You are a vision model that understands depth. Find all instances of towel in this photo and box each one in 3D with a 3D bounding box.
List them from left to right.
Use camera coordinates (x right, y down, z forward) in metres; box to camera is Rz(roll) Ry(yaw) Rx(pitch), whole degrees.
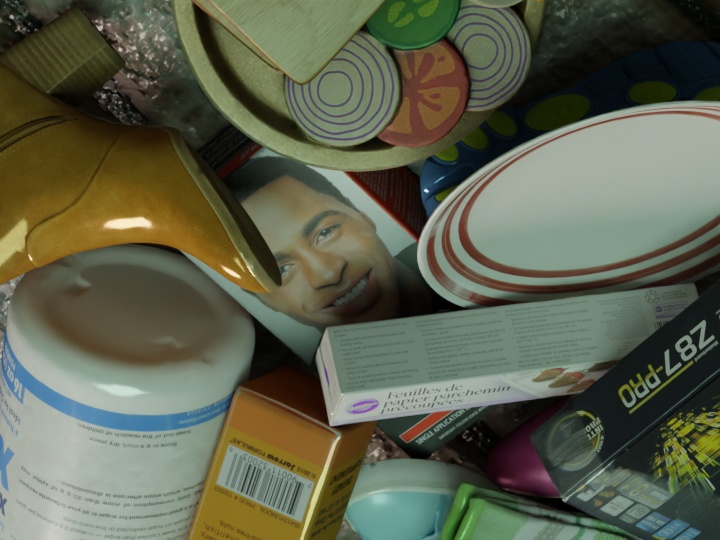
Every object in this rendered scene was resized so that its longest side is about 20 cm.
[{"bbox_3d":[0.098,0.200,1.549,0.200,0.031,0.150,19,88,-49],"label":"towel"}]

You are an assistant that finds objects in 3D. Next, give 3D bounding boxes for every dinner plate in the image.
[{"bbox_3d":[0.123,-0.034,1.402,0.200,0.024,0.200,-12,153,-6],"label":"dinner plate"}]

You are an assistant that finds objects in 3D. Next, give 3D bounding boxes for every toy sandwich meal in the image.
[{"bbox_3d":[-0.002,-0.141,1.373,0.205,0.070,0.206,-2,103,-7],"label":"toy sandwich meal"}]

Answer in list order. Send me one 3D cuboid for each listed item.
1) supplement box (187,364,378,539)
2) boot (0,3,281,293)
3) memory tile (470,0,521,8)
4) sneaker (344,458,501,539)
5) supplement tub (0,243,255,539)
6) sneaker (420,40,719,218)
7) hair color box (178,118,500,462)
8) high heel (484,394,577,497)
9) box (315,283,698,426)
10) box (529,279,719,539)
[{"bbox_3d":[-0.056,0.155,1.504,0.069,0.067,0.200,25,107,15],"label":"supplement box"},{"bbox_3d":[-0.144,-0.023,1.419,0.144,0.201,0.071,-40,155,1],"label":"boot"},{"bbox_3d":[0.046,-0.236,1.324,0.153,0.017,0.200,22,95,-15],"label":"memory tile"},{"bbox_3d":[0.060,0.171,1.565,0.074,0.082,0.200,-28,137,26],"label":"sneaker"},{"bbox_3d":[-0.133,0.099,1.531,0.132,0.132,0.200,10,122,-4],"label":"supplement tub"},{"bbox_3d":[0.129,-0.059,1.462,0.199,0.071,0.083,-17,155,3],"label":"sneaker"},{"bbox_3d":[0.000,0.000,1.502,0.101,0.061,0.200,-37,114,24],"label":"hair color box"},{"bbox_3d":[0.153,0.055,1.521,0.199,0.067,0.096,-16,131,7],"label":"high heel"},{"bbox_3d":[0.078,0.042,1.458,0.199,0.042,0.039,-7,154,-15],"label":"box"},{"bbox_3d":[0.204,0.079,1.484,0.161,0.049,0.200,-38,143,18],"label":"box"}]
